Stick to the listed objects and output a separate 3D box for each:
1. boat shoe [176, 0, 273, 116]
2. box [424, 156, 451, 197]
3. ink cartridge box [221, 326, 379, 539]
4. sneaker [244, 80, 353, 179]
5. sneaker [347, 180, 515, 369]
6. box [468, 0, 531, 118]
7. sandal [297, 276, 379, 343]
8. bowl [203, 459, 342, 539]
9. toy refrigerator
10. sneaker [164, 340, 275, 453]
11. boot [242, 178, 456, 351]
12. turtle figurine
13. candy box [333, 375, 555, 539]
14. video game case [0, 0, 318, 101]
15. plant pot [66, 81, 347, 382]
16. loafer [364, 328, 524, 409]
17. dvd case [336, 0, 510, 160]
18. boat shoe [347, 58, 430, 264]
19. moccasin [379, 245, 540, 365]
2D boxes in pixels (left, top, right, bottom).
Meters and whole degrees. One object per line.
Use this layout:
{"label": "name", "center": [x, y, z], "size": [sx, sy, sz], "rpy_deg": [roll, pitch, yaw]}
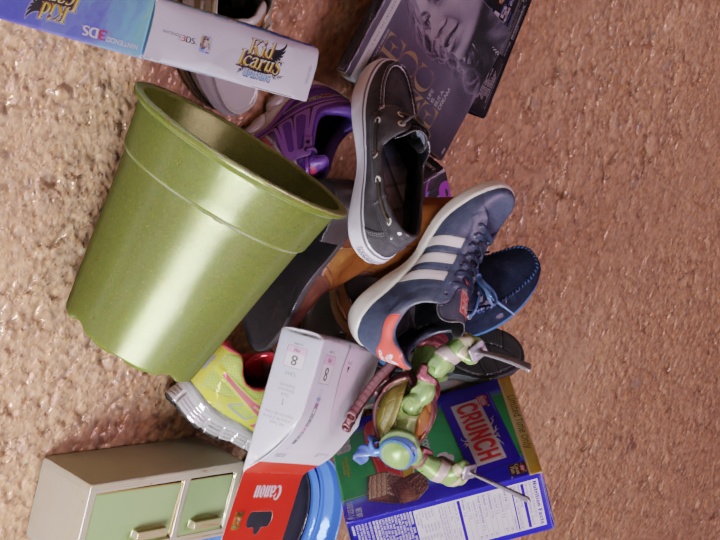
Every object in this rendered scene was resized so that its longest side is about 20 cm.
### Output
{"label": "boat shoe", "center": [-0.111, -0.208, 1.341], "size": [0.075, 0.068, 0.201], "rpy_deg": [-42, 139, -31]}
{"label": "box", "center": [0.039, -0.003, 1.662], "size": [0.142, 0.036, 0.201], "rpy_deg": [-32, 137, -16]}
{"label": "ink cartridge box", "center": [-0.052, 0.158, 1.492], "size": [0.162, 0.057, 0.202], "rpy_deg": [22, 80, -70]}
{"label": "sneaker", "center": [-0.074, -0.090, 1.447], "size": [0.201, 0.083, 0.081], "rpy_deg": [-52, 143, -19]}
{"label": "sneaker", "center": [0.083, 0.009, 1.487], "size": [0.200, 0.084, 0.075], "rpy_deg": [-47, 142, -3]}
{"label": "box", "center": [0.098, -0.272, 1.610], "size": [0.198, 0.049, 0.202], "rpy_deg": [18, 94, -55]}
{"label": "sandal", "center": [0.003, 0.018, 1.583], "size": [0.081, 0.055, 0.201], "rpy_deg": [14, 116, -38]}
{"label": "bowl", "center": [-0.095, 0.271, 1.665], "size": [0.200, 0.039, 0.202], "rpy_deg": [-30, 132, -41]}
{"label": "toy refrigerator", "center": [-0.195, 0.204, 1.461], "size": [0.199, 0.070, 0.077], "rpy_deg": [0, 108, -55]}
{"label": "sneaker", "center": [-0.093, 0.123, 1.536], "size": [0.091, 0.078, 0.200], "rpy_deg": [-54, 146, 2]}
{"label": "boot", "center": [0.000, 0.000, 1.521], "size": [0.199, 0.068, 0.190], "rpy_deg": [7, 115, -46]}
{"label": "turtle figurine", "center": [0.092, 0.122, 1.535], "size": [0.145, 0.198, 0.195], "rpy_deg": [60, 19, -28]}
{"label": "candy box", "center": [0.078, 0.203, 1.630], "size": [0.198, 0.170, 0.078], "rpy_deg": [-14, 120, 0]}
{"label": "video game case", "center": [-0.160, -0.177, 1.174], "size": [0.181, 0.199, 0.046], "rpy_deg": [5, 102, -55]}
{"label": "plant pot", "center": [-0.142, -0.020, 1.328], "size": [0.199, 0.200, 0.191], "rpy_deg": [17, 108, -56]}
{"label": "loafer", "center": [0.078, 0.104, 1.716], "size": [0.198, 0.072, 0.063], "rpy_deg": [-7, 149, -30]}
{"label": "dvd case", "center": [0.064, -0.209, 1.547], "size": [0.200, 0.016, 0.150], "rpy_deg": [35, 82, -54]}
{"label": "boat shoe", "center": [0.032, -0.104, 1.426], "size": [0.070, 0.066, 0.202], "rpy_deg": [30, 54, -34]}
{"label": "moccasin", "center": [0.100, 0.032, 1.650], "size": [0.199, 0.081, 0.068], "rpy_deg": [-33, 149, -16]}
